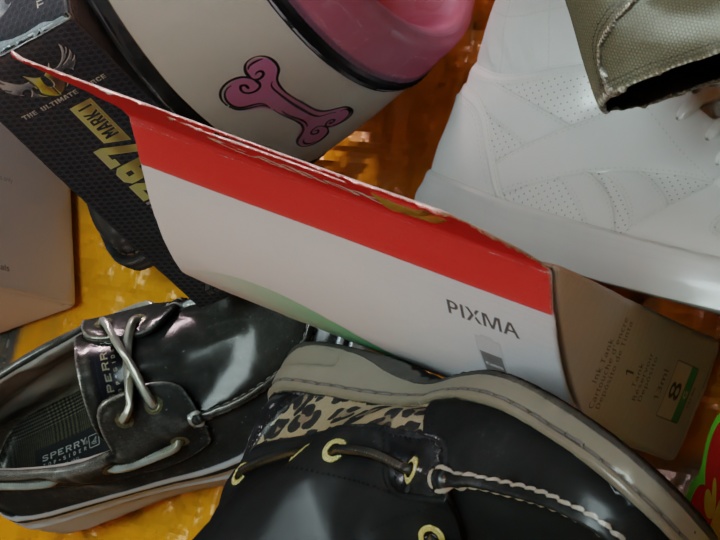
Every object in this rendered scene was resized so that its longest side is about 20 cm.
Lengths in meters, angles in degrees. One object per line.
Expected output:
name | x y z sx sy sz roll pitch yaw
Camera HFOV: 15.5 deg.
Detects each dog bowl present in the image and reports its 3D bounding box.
dog bowl | -0.032 -0.139 0.899 0.073 0.200 0.202 -22 65 24

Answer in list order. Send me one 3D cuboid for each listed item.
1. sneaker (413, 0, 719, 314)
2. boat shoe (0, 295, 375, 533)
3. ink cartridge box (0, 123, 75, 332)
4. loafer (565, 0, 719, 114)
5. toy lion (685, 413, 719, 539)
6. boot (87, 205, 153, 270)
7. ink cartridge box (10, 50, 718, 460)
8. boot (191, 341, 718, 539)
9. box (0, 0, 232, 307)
sneaker | 0.105 -0.048 0.827 0.199 0.073 0.116 20 94 43
boat shoe | -0.078 0.048 0.974 0.199 0.071 0.073 -30 59 31
ink cartridge box | -0.206 -0.076 1.088 0.128 0.125 0.202 -19 68 39
loafer | 0.152 -0.074 0.765 0.199 0.075 0.070 0 82 24
toy lion | 0.117 0.138 0.744 0.192 0.068 0.201 -99 18 -58
boot | -0.149 -0.101 1.006 0.069 0.173 0.201 -35 58 31
ink cartridge box | 0.000 0.000 0.804 0.160 0.200 0.050 20 91 31
boot | 0.002 0.105 0.781 0.154 0.074 0.203 -53 30 -16
box | -0.088 -0.109 0.936 0.051 0.158 0.201 -24 52 16
